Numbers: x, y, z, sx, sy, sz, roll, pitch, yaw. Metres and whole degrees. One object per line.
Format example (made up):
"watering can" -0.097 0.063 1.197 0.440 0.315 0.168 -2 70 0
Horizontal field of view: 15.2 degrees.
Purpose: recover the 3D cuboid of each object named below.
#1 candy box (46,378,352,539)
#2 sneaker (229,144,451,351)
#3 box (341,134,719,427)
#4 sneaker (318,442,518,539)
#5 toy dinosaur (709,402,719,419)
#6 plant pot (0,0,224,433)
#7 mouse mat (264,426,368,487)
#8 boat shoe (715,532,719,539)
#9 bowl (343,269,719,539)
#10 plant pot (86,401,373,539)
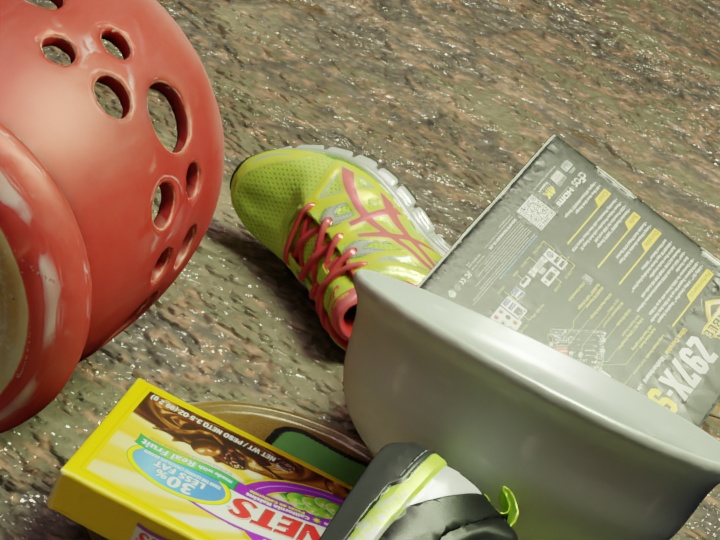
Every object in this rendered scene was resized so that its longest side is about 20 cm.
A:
"candy box" -0.032 0.120 1.202 0.199 0.027 0.102 26 29 5
"sneaker" 0.000 0.000 1.467 0.199 0.079 0.090 35 31 21
"box" 0.108 0.040 1.406 0.159 0.049 0.200 39 50 4
"sneaker" 0.003 0.156 1.105 0.083 0.072 0.200 31 62 7
"toy dinosaur" 0.144 0.051 1.506 0.199 0.061 0.106 29 25 10
"plant pot" -0.184 -0.035 1.252 0.199 0.201 0.183 26 30 6
"mouse mat" 0.026 0.146 1.236 0.199 0.008 0.161 26 26 7
"boat shoe" 0.279 0.170 1.386 0.199 0.067 0.070 29 26 11
"bowl" 0.068 0.083 1.245 0.200 0.091 0.201 27 4 -2
"plant pot" -0.034 0.120 1.274 0.199 0.028 0.200 18 28 -10
